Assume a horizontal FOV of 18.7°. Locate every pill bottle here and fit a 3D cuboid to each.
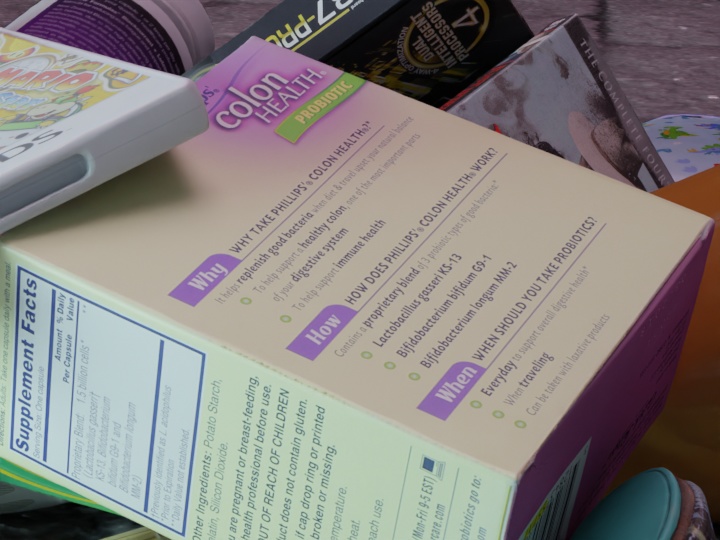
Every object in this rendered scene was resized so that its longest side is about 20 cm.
[{"bbox_3d":[-0.161,-0.096,1.233,0.111,0.112,0.200,7,31,22],"label":"pill bottle"}]

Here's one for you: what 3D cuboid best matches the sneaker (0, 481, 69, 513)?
[{"bbox_3d":[-0.088,0.066,0.910,0.115,0.076,0.200,12,14,42],"label":"sneaker"}]

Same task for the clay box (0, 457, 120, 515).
[{"bbox_3d":[-0.030,0.057,0.865,0.199,0.048,0.115,17,42,2],"label":"clay box"}]

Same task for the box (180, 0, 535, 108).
[{"bbox_3d":[0.017,-0.073,1.068,0.161,0.200,0.049,-33,56,6],"label":"box"}]

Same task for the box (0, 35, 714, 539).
[{"bbox_3d":[-0.003,0.023,0.788,0.200,0.097,0.176,24,39,17],"label":"box"}]

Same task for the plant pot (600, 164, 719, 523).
[{"bbox_3d":[0.184,0.028,0.907,0.183,0.201,0.200,-10,9,22],"label":"plant pot"}]

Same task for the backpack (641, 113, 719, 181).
[{"bbox_3d":[0.176,-0.012,1.175,0.163,0.154,0.200,1,-1,26],"label":"backpack"}]

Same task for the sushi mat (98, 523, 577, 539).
[{"bbox_3d":[-0.014,0.110,0.761,0.199,0.012,0.096,-14,42,-28],"label":"sushi mat"}]

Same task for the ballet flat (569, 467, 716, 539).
[{"bbox_3d":[0.086,0.130,0.698,0.074,0.075,0.200,6,21,17],"label":"ballet flat"}]

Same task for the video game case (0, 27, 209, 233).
[{"bbox_3d":[-0.174,-0.036,0.802,0.182,0.023,0.200,-28,23,-22],"label":"video game case"}]

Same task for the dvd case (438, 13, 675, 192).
[{"bbox_3d":[0.071,-0.010,0.984,0.200,0.146,0.022,-38,11,-38],"label":"dvd case"}]
